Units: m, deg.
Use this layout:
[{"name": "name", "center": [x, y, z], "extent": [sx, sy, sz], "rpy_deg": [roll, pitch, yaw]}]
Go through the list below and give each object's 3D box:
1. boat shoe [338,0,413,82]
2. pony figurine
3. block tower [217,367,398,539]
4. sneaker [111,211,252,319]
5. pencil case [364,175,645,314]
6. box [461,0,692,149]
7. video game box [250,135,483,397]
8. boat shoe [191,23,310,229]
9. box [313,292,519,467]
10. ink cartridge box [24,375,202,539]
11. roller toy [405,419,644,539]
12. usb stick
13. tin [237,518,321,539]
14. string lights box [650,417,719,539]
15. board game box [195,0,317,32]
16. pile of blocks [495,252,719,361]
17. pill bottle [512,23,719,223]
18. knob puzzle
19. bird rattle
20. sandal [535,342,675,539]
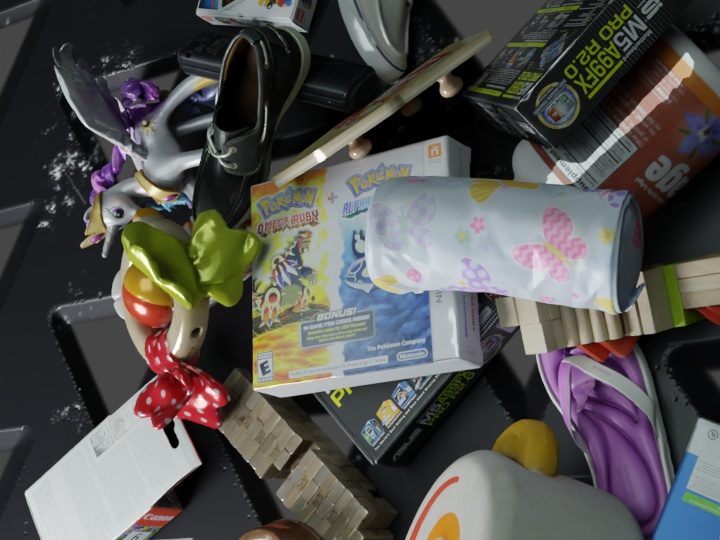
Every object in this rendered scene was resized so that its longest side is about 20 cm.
[{"name": "boat shoe", "center": [0.022, -0.268, 1.101], "extent": [0.065, 0.072, 0.201], "rpy_deg": [-25, 58, 30]}, {"name": "pony figurine", "center": [-0.202, -0.128, 1.172], "extent": [0.199, 0.167, 0.194], "rpy_deg": [-24, 69, 8]}, {"name": "block tower", "center": [-0.051, 0.169, 1.046], "extent": [0.200, 0.058, 0.054], "rpy_deg": [43, 102, 31]}, {"name": "sneaker", "center": [-0.137, -0.009, 1.135], "extent": [0.199, 0.077, 0.079], "rpy_deg": [-24, 67, 19]}, {"name": "pencil case", "center": [0.101, -0.018, 0.863], "extent": [0.199, 0.083, 0.091], "rpy_deg": [4, 105, 25]}, {"name": "box", "center": [0.161, -0.172, 0.911], "extent": [0.044, 0.200, 0.160], "rpy_deg": [41, 93, -12]}, {"name": "video game box", "center": [0.000, 0.000, 0.990], "extent": [0.199, 0.047, 0.183], "rpy_deg": [-12, 69, 30]}, {"name": "boat shoe", "center": [-0.111, -0.118, 1.045], "extent": [0.072, 0.068, 0.201], "rpy_deg": [34, 116, 21]}, {"name": "box", "center": [0.036, 0.039, 1.019], "extent": [0.200, 0.044, 0.160], "rpy_deg": [-50, 58, 12]}, {"name": "ink cartridge box", "center": [-0.226, 0.202, 1.153], "extent": [0.200, 0.050, 0.109], "rpy_deg": [-41, 60, 17]}, {"name": "roller toy", "center": [0.101, 0.224, 0.840], "extent": [0.183, 0.139, 0.201], "rpy_deg": [-91, 26, -59]}, {"name": "usb stick", "center": [-0.075, -0.178, 1.081], "extent": [0.199, 0.033, 0.056], "rpy_deg": [17, 48, 28]}, {"name": "tin", "center": [-0.059, 0.309, 0.996], "extent": [0.112, 0.042, 0.201], "rpy_deg": [-11, 86, 39]}, {"name": "string lights box", "center": [0.245, 0.213, 0.829], "extent": [0.102, 0.059, 0.201], "rpy_deg": [22, 91, 19]}, {"name": "board game box", "center": [-0.083, -0.341, 1.203], "extent": [0.126, 0.035, 0.201], "rpy_deg": [13, 85, 33]}, {"name": "pile of blocks", "center": [0.205, 0.031, 0.905], "extent": [0.199, 0.082, 0.063], "rpy_deg": [-11, 90, 19]}, {"name": "pill bottle", "center": [0.190, -0.087, 0.920], "extent": [0.200, 0.112, 0.112], "rpy_deg": [-45, 59, 16]}, {"name": "knob puzzle", "center": [0.015, -0.122, 0.994], "extent": [0.219, 0.220, 0.031], "rpy_deg": [-32, 100, 23]}, {"name": "bird rattle", "center": [-0.160, 0.033, 1.048], "extent": [0.163, 0.112, 0.201], "rpy_deg": [44, 137, 44]}, {"name": "sandal", "center": [0.186, 0.107, 0.912], "extent": [0.082, 0.050, 0.204], "rpy_deg": [-32, 63, 22]}]
